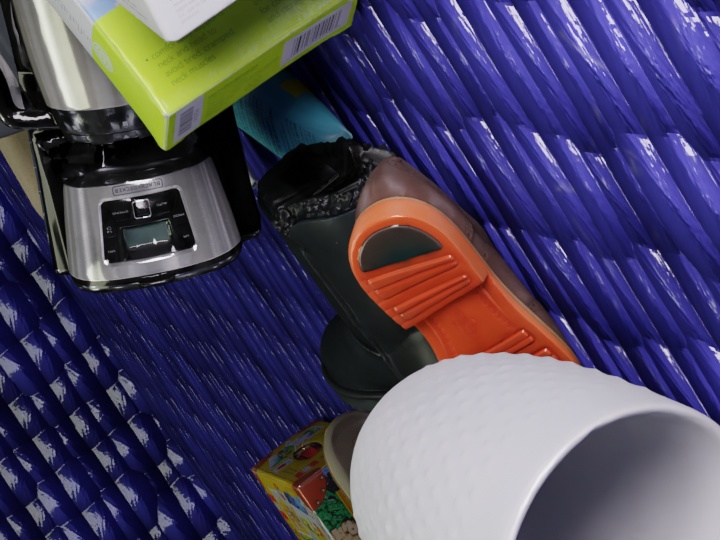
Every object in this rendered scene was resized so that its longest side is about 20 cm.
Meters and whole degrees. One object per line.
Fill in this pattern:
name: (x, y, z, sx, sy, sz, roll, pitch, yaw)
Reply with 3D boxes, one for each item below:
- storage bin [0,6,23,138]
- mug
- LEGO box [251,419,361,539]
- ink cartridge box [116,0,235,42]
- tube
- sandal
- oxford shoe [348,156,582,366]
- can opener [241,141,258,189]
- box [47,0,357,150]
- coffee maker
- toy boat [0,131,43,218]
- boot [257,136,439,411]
storage bin: (-0.243, -0.175, 1.572, 0.146, 0.133, 0.201, -106, -10, -53)
mug: (0.097, 0.118, 1.126, 0.199, 0.149, 0.175, 16, -177, -33)
LEGO box: (-0.002, 0.208, 1.950, 0.149, 0.077, 0.200, 55, 169, -7)
ink cartridge box: (-0.086, -0.211, 0.969, 0.067, 0.115, 0.201, 42, 163, 51)
tube: (-0.061, -0.103, 1.371, 0.200, 0.050, 0.078, 40, 167, 35)
sandal: (0.039, 0.170, 1.716, 0.200, 0.080, 0.054, 53, 148, 30)
oxford shoe: (0.066, 0.022, 1.208, 0.200, 0.071, 0.073, 54, -157, -30)
can opener: (-0.132, -0.125, 1.534, 0.201, 0.067, 0.053, 58, 167, -19)
box: (-0.107, -0.172, 1.147, 0.200, 0.122, 0.048, 51, 162, 12)
coffee maker: (-0.120, -0.108, 1.289, 0.192, 0.134, 0.202, -48, -48, -61)
toy boat: (-0.201, -0.121, 1.770, 0.201, 0.129, 0.131, 68, -168, -48)
boot: (0.000, 0.000, 1.326, 0.169, 0.076, 0.200, 56, 164, -21)
